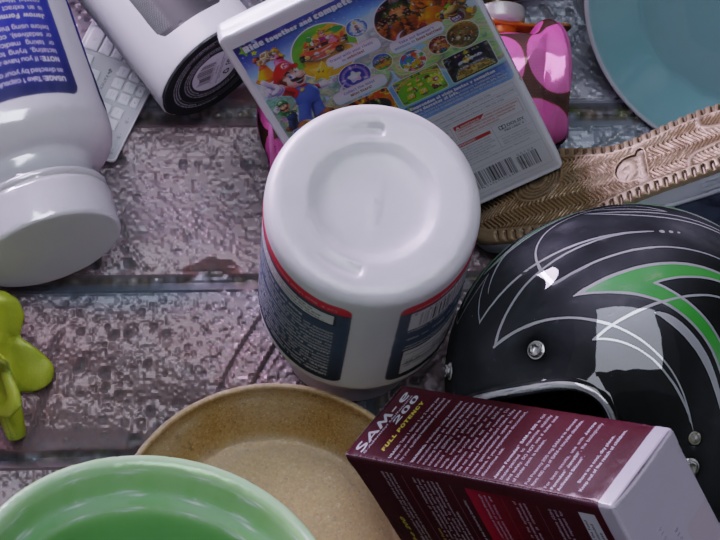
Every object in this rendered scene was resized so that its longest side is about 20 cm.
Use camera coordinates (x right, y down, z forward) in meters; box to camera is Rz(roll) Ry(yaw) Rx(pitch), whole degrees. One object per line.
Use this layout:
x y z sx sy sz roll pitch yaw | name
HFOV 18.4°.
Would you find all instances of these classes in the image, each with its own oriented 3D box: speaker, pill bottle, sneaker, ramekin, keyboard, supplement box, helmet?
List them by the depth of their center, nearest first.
-0.113 0.203 1.172 0.198 0.098 0.201 7 42 -6 | ramekin
0.096 0.129 1.191 0.199 0.109 0.061 6 45 47 | supplement box
0.151 0.056 1.276 0.199 0.200 0.191 -36 89 -17 | helmet
0.000 0.000 1.279 0.118 0.200 0.121 2 67 -4 | pill bottle
-0.216 -0.099 1.343 0.119 0.120 0.201 -17 68 -11 | pill bottle
0.173 -0.029 1.378 0.199 0.109 0.071 -17 46 23 | sneaker
-0.148 -0.195 1.403 0.081 0.081 0.200 -32 69 -16 | speaker
-0.142 -0.162 1.435 0.056 0.011 0.201 22 68 5 | keyboard

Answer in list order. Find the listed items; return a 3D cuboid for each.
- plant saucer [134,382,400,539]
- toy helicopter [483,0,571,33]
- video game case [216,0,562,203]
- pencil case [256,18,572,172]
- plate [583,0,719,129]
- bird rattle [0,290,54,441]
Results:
-0.050 0.166 1.297 0.198 0.035 0.202 1 68 -3 | plant saucer
0.049 -0.185 1.439 0.199 0.079 0.133 -29 82 -4 | toy helicopter
0.021 -0.101 1.309 0.142 0.200 0.018 -24 44 9 | video game case
0.033 -0.105 1.387 0.198 0.092 0.094 -7 25 -7 | pencil case
0.237 -0.163 1.385 0.199 0.201 0.026 28 36 7 | plate
-0.288 0.062 1.290 0.198 0.113 0.164 17 84 6 | bird rattle
